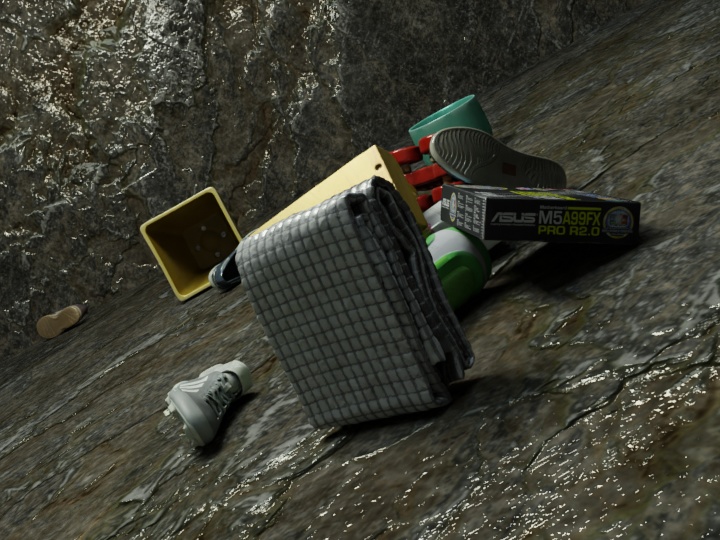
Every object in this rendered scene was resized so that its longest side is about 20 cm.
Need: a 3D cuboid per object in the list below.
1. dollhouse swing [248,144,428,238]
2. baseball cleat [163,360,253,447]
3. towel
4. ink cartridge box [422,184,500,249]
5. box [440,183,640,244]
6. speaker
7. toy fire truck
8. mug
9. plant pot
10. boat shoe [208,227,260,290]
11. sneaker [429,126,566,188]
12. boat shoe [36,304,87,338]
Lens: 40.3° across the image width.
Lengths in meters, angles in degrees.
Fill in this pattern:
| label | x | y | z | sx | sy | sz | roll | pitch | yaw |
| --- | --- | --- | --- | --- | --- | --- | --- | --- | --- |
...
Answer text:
| label | x | y | z | sx | sy | sz | roll | pitch | yaw |
| --- | --- | --- | --- | --- | --- | --- | --- | --- | --- |
| dollhouse swing | -0.003 | -0.027 | 1.226 | 0.200 | 0.176 | 0.182 | -34 | 52 | 15 |
| baseball cleat | -0.174 | 0.144 | 1.138 | 0.106 | 0.070 | 0.200 | -31 | 12 | -10 |
| towel | -0.003 | 0.032 | 0.875 | 0.165 | 0.200 | 0.086 | -20 | 9 | 42 |
| ink cartridge box | 0.078 | -0.021 | 1.224 | 0.200 | 0.068 | 0.115 | -35 | 10 | 1 |
| box | 0.182 | -0.062 | 1.038 | 0.160 | 0.044 | 0.200 | 2 | 8 | -7 |
| speaker | 0.052 | 0.032 | 1.033 | 0.200 | 0.089 | 0.088 | -37 | 13 | -34 |
| toy fire truck | 0.149 | -0.171 | 1.694 | 0.200 | 0.113 | 0.168 | -17 | -2 | 44 |
| mug | 0.190 | -0.269 | 1.975 | 0.152 | 0.115 | 0.185 | -26 | 11 | 18 |
| plant pot | -0.366 | -0.064 | 2.297 | 0.194 | 0.196 | 0.200 | -28 | 2 | 3 |
| boat shoe | -0.239 | -0.032 | 2.091 | 0.200 | 0.075 | 0.062 | -38 | 12 | -32 |
| sneaker | 0.165 | -0.126 | 1.313 | 0.106 | 0.199 | 0.075 | -22 | 53 | 64 |
| boat shoe | -0.905 | 0.152 | 2.982 | 0.200 | 0.072 | 0.065 | -26 | -1 | 32 |
